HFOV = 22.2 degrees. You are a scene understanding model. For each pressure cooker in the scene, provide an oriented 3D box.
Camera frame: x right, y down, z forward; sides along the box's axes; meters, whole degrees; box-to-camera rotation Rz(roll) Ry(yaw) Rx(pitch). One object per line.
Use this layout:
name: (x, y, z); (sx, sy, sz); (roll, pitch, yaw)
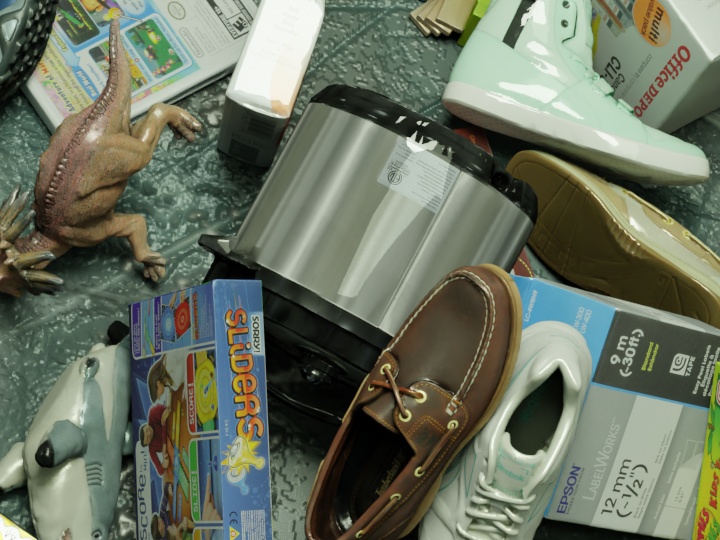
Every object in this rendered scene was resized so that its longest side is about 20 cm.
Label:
pressure cooker: (0.000, -0.001, 1.195); (0.176, 0.179, 0.200); (24, 83, 38)

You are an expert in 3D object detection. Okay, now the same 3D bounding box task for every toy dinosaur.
toy dinosaur: (-0.186, -0.058, 1.196); (0.086, 0.200, 0.135); (30, 22, 27)

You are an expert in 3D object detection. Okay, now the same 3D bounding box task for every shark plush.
shark plush: (-0.169, 0.101, 1.205); (0.083, 0.091, 0.200); (38, 41, -17)

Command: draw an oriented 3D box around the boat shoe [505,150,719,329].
boat shoe: (0.190, -0.019, 1.322); (0.200, 0.074, 0.066); (42, 36, 18)

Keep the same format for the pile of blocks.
pile of blocks: (0.067, -0.232, 1.385); (0.082, 0.062, 0.200); (-39, 80, -25)

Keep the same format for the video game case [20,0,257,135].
video game case: (-0.188, -0.203, 1.333); (0.182, 0.024, 0.200); (-31, 78, -23)

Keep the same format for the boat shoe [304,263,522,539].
boat shoe: (0.029, 0.087, 1.089); (0.070, 0.200, 0.070); (37, 23, 33)

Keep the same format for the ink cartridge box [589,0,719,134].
ink cartridge box: (0.232, -0.225, 1.375); (0.144, 0.145, 0.200); (-29, 76, -23)

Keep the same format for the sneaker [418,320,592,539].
sneaker: (0.084, 0.128, 1.115); (0.070, 0.080, 0.201); (20, 99, 1)

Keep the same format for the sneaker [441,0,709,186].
sneaker: (0.171, -0.139, 1.322); (0.200, 0.074, 0.118); (21, 83, 2)

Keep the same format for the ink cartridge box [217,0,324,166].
ink cartridge box: (-0.042, -0.181, 1.259); (0.050, 0.162, 0.200); (23, 80, -3)

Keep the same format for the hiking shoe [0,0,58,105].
hiking shoe: (-0.271, -0.144, 1.244); (0.087, 0.074, 0.200); (22, 77, 2)

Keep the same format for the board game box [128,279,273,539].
board game box: (-0.100, 0.112, 1.127); (0.034, 0.135, 0.200); (1, 83, -30)

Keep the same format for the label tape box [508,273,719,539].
label tape box: (0.150, 0.090, 1.189); (0.200, 0.066, 0.144); (14, 97, -37)

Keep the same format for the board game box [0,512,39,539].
board game box: (-0.310, 0.188, 1.117); (0.200, 0.057, 0.165); (34, 63, 3)

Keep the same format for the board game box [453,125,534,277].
board game box: (0.069, -0.005, 1.311); (0.103, 0.019, 0.200); (-11, 70, -19)

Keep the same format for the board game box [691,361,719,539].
board game box: (0.276, 0.161, 1.210); (0.101, 0.048, 0.200); (0, 107, -14)
